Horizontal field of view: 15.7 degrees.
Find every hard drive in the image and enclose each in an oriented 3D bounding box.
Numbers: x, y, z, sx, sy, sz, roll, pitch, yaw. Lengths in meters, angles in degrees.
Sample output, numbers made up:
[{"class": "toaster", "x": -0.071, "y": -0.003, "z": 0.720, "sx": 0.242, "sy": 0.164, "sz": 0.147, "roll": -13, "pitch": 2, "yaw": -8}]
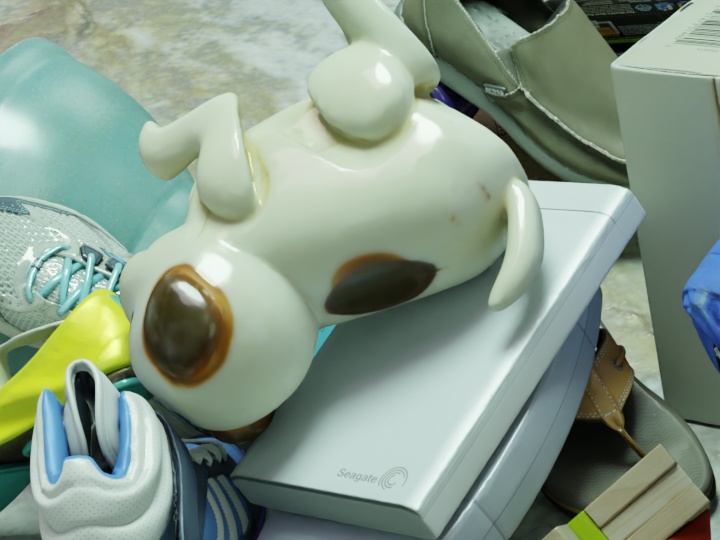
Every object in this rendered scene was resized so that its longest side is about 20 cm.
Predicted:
[{"class": "hard drive", "x": 0.037, "y": 0.037, "z": 1.261, "sx": 0.132, "sy": 0.027, "sz": 0.200, "roll": 5, "pitch": 52, "yaw": 47}]

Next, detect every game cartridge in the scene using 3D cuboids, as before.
[{"class": "game cartridge", "x": 0.039, "y": 0.076, "z": 1.267, "sx": 0.133, "sy": 0.041, "sz": 0.200, "roll": -2, "pitch": 47, "yaw": 37}]

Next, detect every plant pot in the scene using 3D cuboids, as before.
[{"class": "plant pot", "x": -0.162, "y": -0.013, "z": 1.474, "sx": 0.134, "sy": 0.201, "sz": 0.200, "roll": 25, "pitch": 38, "yaw": 12}]

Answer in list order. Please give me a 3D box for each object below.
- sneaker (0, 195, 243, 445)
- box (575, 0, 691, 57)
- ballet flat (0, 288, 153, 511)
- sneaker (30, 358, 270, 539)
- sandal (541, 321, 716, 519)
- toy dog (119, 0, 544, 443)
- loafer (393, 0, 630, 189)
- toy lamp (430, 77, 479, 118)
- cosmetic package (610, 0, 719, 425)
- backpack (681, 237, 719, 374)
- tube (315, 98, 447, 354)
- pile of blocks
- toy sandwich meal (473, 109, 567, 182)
[{"class": "sneaker", "x": -0.122, "y": 0.019, "z": 1.353, "sx": 0.078, "sy": 0.200, "sz": 0.086, "roll": -62, "pitch": 13, "yaw": -16}, {"class": "box", "x": 0.181, "y": -0.160, "z": 1.618, "sx": 0.200, "sy": 0.048, "sz": 0.193, "roll": -1, "pitch": -12, "yaw": 23}, {"class": "ballet flat", "x": -0.181, "y": 0.077, "z": 1.325, "sx": 0.200, "sy": 0.067, "sz": 0.067, "roll": -37, "pitch": -20, "yaw": 23}, {"class": "sneaker", "x": -0.101, "y": 0.093, "z": 1.255, "sx": 0.080, "sy": 0.147, "sz": 0.200, "roll": -6, "pitch": 27, "yaw": 14}, {"class": "sandal", "x": 0.109, "y": 0.052, "z": 1.307, "sx": 0.082, "sy": 0.055, "sz": 0.200, "roll": -21, "pitch": 48, "yaw": -3}, {"class": "toy dog", "x": -0.026, "y": -0.008, "z": 1.255, "sx": 0.200, "sy": 0.140, "sz": 0.194, "roll": -40, "pitch": 68, "yaw": -8}, {"class": "loafer", "x": 0.107, "y": -0.114, "z": 1.484, "sx": 0.200, "sy": 0.070, "sz": 0.075, "roll": 32, "pitch": 53, "yaw": 11}, {"class": "toy lamp", "x": -0.001, "y": -0.066, "z": 1.492, "sx": 0.058, "sy": 0.058, "sz": 0.200, "roll": 11, "pitch": 36, "yaw": 39}, {"class": "cosmetic package", "x": 0.193, "y": -0.031, "z": 1.310, "sx": 0.073, "sy": 0.200, "sz": 0.104, "roll": 9, "pitch": 35, "yaw": 38}, {"class": "backpack", "x": 0.241, "y": 0.039, "z": 1.178, "sx": 0.200, "sy": 0.163, "sz": 0.168, "roll": 29, "pitch": 73, "yaw": 42}, {"class": "tube", "x": 0.000, "y": 0.000, "z": 1.421, "sx": 0.200, "sy": 0.050, "sz": 0.077, "roll": -52, "pitch": 27, "yaw": 1}, {"class": "pile of blocks", "x": 0.087, "y": 0.158, "z": 1.162, "sx": 0.200, "sy": 0.082, "sz": 0.062, "roll": -35, "pitch": 76, "yaw": -22}, {"class": "toy sandwich meal", "x": 0.103, "y": -0.064, "z": 1.573, "sx": 0.205, "sy": 0.070, "sz": 0.205, "roll": -10, "pitch": 38, "yaw": 8}]
